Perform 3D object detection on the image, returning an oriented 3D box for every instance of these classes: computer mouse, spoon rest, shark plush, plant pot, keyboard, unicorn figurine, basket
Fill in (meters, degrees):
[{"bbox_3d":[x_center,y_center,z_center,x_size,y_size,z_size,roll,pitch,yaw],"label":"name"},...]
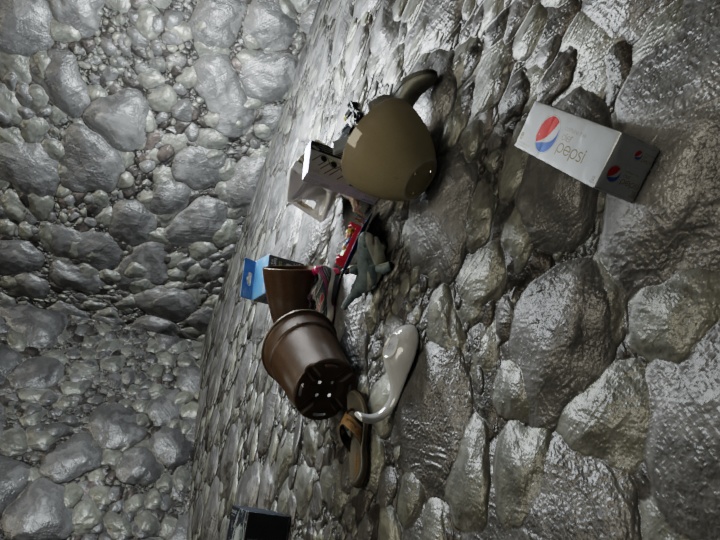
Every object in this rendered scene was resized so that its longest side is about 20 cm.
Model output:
[{"bbox_3d":[-0.058,-0.425,1.854,0.142,0.045,0.202,-100,31,-46],"label":"computer mouse"},{"bbox_3d":[0.059,0.197,1.144,0.203,0.060,0.099,-63,22,-3],"label":"spoon rest"},{"bbox_3d":[0.000,0.000,1.369,0.092,0.081,0.201,-95,28,-42],"label":"shark plush"},{"bbox_3d":[0.076,-0.219,1.210,0.134,0.198,0.203,44,125,25],"label":"plant pot"},{"bbox_3d":[0.024,-0.324,1.431,0.195,0.011,0.057,-17,39,13],"label":"keyboard"},{"bbox_3d":[-0.188,0.093,1.708,0.186,0.182,0.206,-168,78,-69],"label":"plant pot"},{"bbox_3d":[-0.111,0.224,1.390,0.198,0.196,0.205,42,115,58],"label":"plant pot"},{"bbox_3d":[-0.016,-0.222,1.572,0.137,0.072,0.206,178,102,-73],"label":"unicorn figurine"},{"bbox_3d":[-0.119,-0.253,1.698,0.125,0.134,0.201,-58,-2,-24],"label":"basket"}]

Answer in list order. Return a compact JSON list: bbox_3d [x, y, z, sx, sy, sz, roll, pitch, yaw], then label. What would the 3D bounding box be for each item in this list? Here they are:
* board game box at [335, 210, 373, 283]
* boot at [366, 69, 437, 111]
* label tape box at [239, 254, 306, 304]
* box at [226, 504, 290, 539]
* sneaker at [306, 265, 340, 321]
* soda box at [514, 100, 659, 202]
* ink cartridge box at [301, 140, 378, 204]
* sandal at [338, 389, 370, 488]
[{"bbox_3d":[-0.028,-0.063,1.433,0.201,0.038,0.161,-60,-5,-66],"label":"board game box"},{"bbox_3d":[0.104,-0.346,1.343,0.197,0.067,0.134,-25,74,36],"label":"boot"},{"bbox_3d":[-0.271,0.032,1.899,0.066,0.196,0.146,-45,36,48],"label":"label tape box"},{"bbox_3d":[-0.279,0.733,1.576,0.199,0.121,0.202,147,136,-61],"label":"box"},{"bbox_3d":[-0.110,0.088,1.616,0.080,0.073,0.205,159,122,-65],"label":"sneaker"},{"bbox_3d":[0.278,-0.156,0.766,0.069,0.062,0.201,-67,23,19],"label":"soda box"},{"bbox_3d":[-0.042,-0.238,1.471,0.044,0.196,0.096,-40,39,54],"label":"ink cartridge box"},{"bbox_3d":[-0.018,0.339,1.235,0.082,0.053,0.204,132,146,-51],"label":"sandal"}]
